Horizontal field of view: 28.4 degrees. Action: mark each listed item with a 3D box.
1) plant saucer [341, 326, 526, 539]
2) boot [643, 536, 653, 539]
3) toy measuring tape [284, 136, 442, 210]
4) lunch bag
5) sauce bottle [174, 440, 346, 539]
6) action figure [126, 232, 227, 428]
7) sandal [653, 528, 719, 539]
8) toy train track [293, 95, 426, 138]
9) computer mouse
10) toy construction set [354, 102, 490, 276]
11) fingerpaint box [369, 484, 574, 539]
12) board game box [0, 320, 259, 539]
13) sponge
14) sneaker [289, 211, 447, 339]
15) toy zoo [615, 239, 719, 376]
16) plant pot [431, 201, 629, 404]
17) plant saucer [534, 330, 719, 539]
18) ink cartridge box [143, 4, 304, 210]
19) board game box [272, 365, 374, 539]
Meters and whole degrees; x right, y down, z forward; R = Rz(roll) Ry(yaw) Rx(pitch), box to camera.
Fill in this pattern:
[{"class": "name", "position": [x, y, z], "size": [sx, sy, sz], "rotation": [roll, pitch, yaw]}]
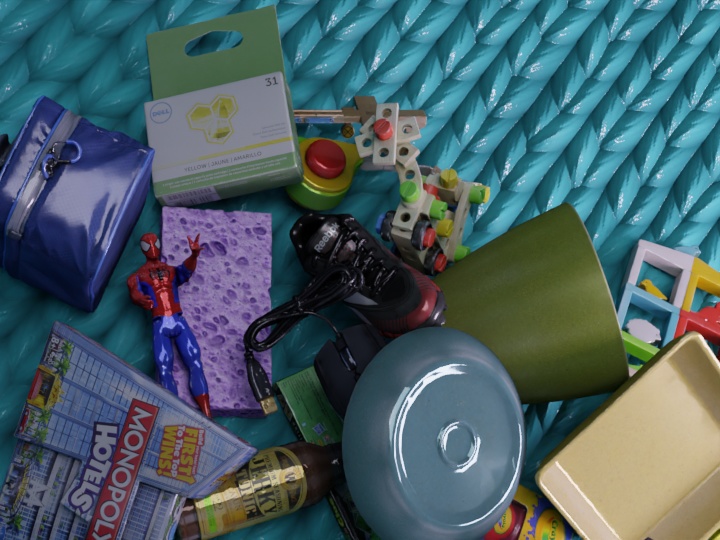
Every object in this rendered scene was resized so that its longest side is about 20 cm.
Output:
[{"class": "plant saucer", "position": [0.076, 0.150, 1.242], "size": [0.198, 0.036, 0.203], "rotation": [2, 87, -33]}, {"class": "boot", "position": [0.218, 0.339, 1.264], "size": [0.065, 0.200, 0.167], "rotation": [16, 65, -10]}, {"class": "toy measuring tape", "position": [-0.008, -0.089, 1.434], "size": [0.197, 0.074, 0.075], "rotation": [10, 67, -20]}, {"class": "lunch bag", "position": [-0.270, -0.061, 1.265], "size": [0.131, 0.200, 0.137], "rotation": [24, 69, -4]}, {"class": "sauce bottle", "position": [-0.079, 0.191, 1.292], "size": [0.197, 0.065, 0.065], "rotation": [-16, 75, -15]}, {"class": "action figure", "position": [-0.166, 0.049, 1.284], "size": [0.064, 0.099, 0.202], "rotation": [-11, 70, -20]}, {"class": "sandal", "position": [0.340, 0.317, 1.387], "size": [0.086, 0.080, 0.201], "rotation": [-22, 69, -20]}, {"class": "toy train track", "position": [-0.032, -0.147, 1.457], "size": [0.197, 0.033, 0.115], "rotation": [0, 24, -7]}, {"class": "computer mouse", "position": [-0.024, 0.108, 1.271], "size": [0.139, 0.046, 0.202], "rotation": [-28, 86, 6]}, {"class": "toy construction set", "position": [0.063, -0.071, 1.385], "size": [0.091, 0.200, 0.133], "rotation": [10, 69, 33]}, {"class": "fingerpaint box", "position": [0.088, 0.283, 1.299], "size": [0.166, 0.073, 0.202], "rotation": [30, 67, -13]}, {"class": "board game box", "position": [-0.198, 0.171, 1.217], "size": [0.197, 0.062, 0.203], "rotation": [17, 83, 7]}, {"class": "sponge", "position": [-0.140, 0.040, 1.362], "size": [0.110, 0.030, 0.203], "rotation": [4, 69, -15]}, {"class": "sneaker", "position": [0.000, 0.000, 1.332], "size": [0.071, 0.200, 0.098], "rotation": [-50, 133, -6]}, {"class": "toy zoo", "position": [0.332, 0.050, 1.495], "size": [0.130, 0.021, 0.201], "rotation": [26, 55, -1]}, {"class": "plant pot", "position": [0.134, 0.054, 1.367], "size": [0.197, 0.187, 0.189], "rotation": [-18, 74, 1]}, {"class": "plant saucer", "position": [0.274, 0.177, 1.329], "size": [0.200, 0.048, 0.200], "rotation": [-42, 118, -2]}, {"class": "ink cartridge box", "position": [-0.141, -0.170, 1.400], "size": [0.143, 0.048, 0.203], "rotation": [-12, 71, 5]}, {"class": "board game box", "position": [0.004, 0.178, 1.358], "size": [0.104, 0.023, 0.202], "rotation": [-22, 78, -21]}]
